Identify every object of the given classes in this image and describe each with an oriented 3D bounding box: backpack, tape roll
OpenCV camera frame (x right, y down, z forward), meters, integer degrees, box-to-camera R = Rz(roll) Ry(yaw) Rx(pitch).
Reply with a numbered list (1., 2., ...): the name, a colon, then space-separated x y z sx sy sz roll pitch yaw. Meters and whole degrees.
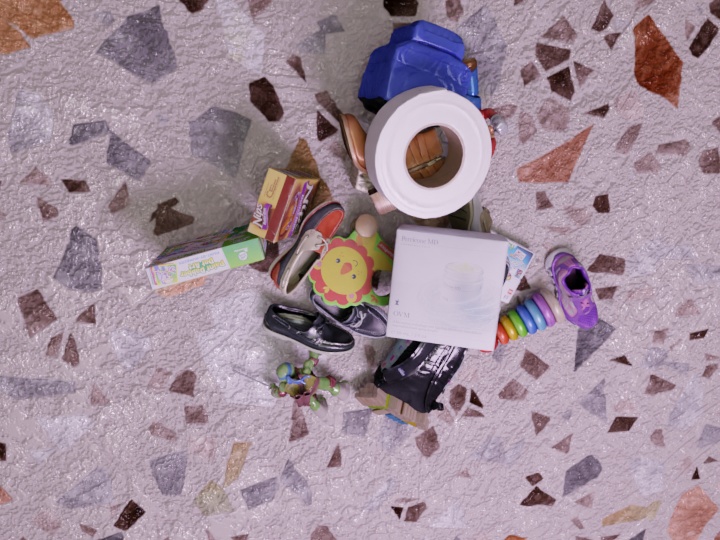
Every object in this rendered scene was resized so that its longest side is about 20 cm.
1. backpack: 0.136 0.183 1.183 0.166 0.127 0.201 28 106 -16
2. tape roll: 0.109 -0.192 0.906 0.200 0.071 0.205 -5 112 -13
3. backpack: 0.095 -0.345 1.001 0.161 0.200 0.169 19 96 -20

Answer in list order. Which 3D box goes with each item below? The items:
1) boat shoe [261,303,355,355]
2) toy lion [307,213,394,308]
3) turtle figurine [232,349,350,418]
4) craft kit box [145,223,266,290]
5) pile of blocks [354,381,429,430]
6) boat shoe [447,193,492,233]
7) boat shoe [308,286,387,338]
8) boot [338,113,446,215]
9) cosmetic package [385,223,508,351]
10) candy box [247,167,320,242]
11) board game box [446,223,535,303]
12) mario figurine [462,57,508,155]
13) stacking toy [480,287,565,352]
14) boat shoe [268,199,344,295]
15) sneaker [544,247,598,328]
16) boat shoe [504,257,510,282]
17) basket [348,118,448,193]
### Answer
1. boat shoe: -0.102 0.113 1.138 0.197 0.075 0.067 19 126 3
2. toy lion: 0.000 0.000 1.122 0.199 0.069 0.192 38 84 -9
3. turtle figurine: -0.124 0.217 1.185 0.194 0.199 0.145 45 65 -39
4. craft kit box: -0.275 -0.034 1.030 0.198 0.198 0.049 -16 108 -5
5. pile of blocks: 0.077 0.295 1.251 0.199 0.082 0.063 33 55 -24
6. boat shoe: 0.220 -0.103 1.106 0.068 0.075 0.201 -28 130 -20
7. boat shoe: -0.018 0.091 1.169 0.199 0.068 0.072 32 98 -15
8. boot: 0.061 -0.210 0.961 0.154 0.074 0.201 -28 121 4
9. cosmetic package: 0.159 0.026 1.034 0.197 0.123 0.202 7 99 8
10. candy box: -0.135 -0.124 1.023 0.056 0.200 0.118 22 102 3
11. board game box: 0.261 -0.026 1.196 0.199 0.035 0.127 25 101 -14
12. mario figurine: 0.206 -0.298 1.074 0.105 0.123 0.202 -22 103 -15
13. stacking toy: 0.344 0.122 1.231 0.199 0.085 0.086 -30 107 7
14. boat shoe: -0.094 -0.043 1.049 0.200 0.063 0.071 -49 136 5
15. sneaker: 0.475 0.050 1.221 0.080 0.089 0.201 -29 108 -1
16. boat shoe: 0.256 0.056 1.160 0.073 0.068 0.200 16 127 -19
17. basket: 0.079 -0.205 1.072 0.198 0.136 0.125 12 107 -11
